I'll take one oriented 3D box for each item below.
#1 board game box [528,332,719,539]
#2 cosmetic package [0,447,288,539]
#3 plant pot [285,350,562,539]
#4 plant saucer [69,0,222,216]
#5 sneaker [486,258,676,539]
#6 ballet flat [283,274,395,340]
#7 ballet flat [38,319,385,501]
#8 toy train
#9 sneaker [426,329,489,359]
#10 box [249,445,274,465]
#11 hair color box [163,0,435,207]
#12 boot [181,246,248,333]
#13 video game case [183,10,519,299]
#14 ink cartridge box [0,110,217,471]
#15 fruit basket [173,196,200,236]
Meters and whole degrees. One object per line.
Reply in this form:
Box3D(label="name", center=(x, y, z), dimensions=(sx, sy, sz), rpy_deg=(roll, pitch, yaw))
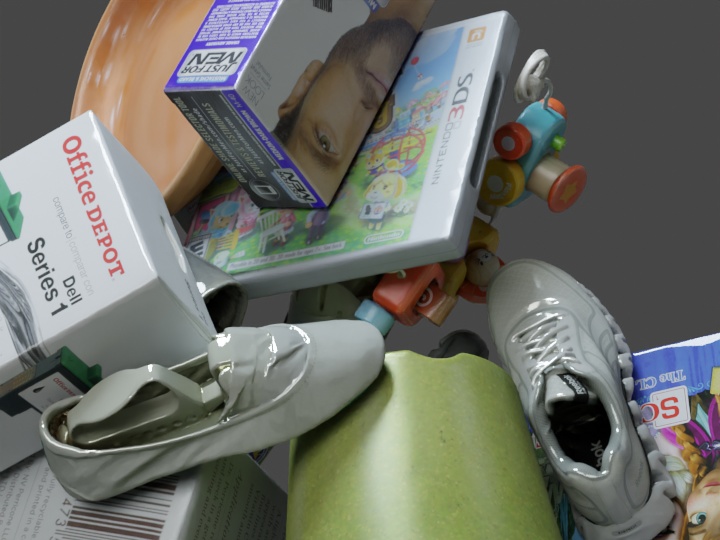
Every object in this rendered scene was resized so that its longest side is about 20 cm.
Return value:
Box3D(label="board game box", center=(0.190, 0.137, 1.557), dimensions=(0.199, 0.041, 0.200), rpy_deg=(-15, 58, 18))
Box3D(label="cosmetic package", center=(-0.138, 0.189, 1.581), dimensions=(0.164, 0.200, 0.165), rpy_deg=(6, 65, 26))
Box3D(label="plant pot", center=(0.033, 0.153, 1.486), dimensions=(0.200, 0.200, 0.185), rpy_deg=(-17, 58, 15))
Box3D(label="plant saucer", center=(-0.119, -0.116, 1.695), dimensions=(0.200, 0.037, 0.201), rpy_deg=(-31, 50, 47))
Box3D(label="sneaker", center=(0.120, 0.063, 1.558), dimensions=(0.075, 0.081, 0.200), rpy_deg=(-31, 52, 8))
Box3D(label="ballet flat", center=(0.000, 0.000, 1.701), dimensions=(0.069, 0.071, 0.200), rpy_deg=(27, 77, 32))
Box3D(label="ballet flat", center=(-0.085, 0.068, 1.461), dimensions=(0.199, 0.069, 0.070), rpy_deg=(-22, 56, 11))
Box3D(label="toy train", center=(0.078, -0.029, 1.642), dimensions=(0.056, 0.150, 0.200), rpy_deg=(33, 80, 14))
Box3D(label="sneaker", center=(0.056, 0.135, 1.613), dimensions=(0.079, 0.075, 0.201), rpy_deg=(10, 74, 14))
Box3D(label="box", center=(-0.134, 0.057, 1.725), dimensions=(0.200, 0.064, 0.070), rpy_deg=(39, 95, 37))
Box3D(label="hair color box", center=(-0.027, -0.148, 1.612), dimensions=(0.065, 0.109, 0.200), rpy_deg=(3, 54, 40))
Box3D(label="boot", center=(-0.179, 0.035, 1.615), dimensions=(0.200, 0.073, 0.182), rpy_deg=(39, 95, 32))
Box3D(label="video game case", center=(-0.010, -0.066, 1.623), dimensions=(0.199, 0.022, 0.183), rpy_deg=(-11, 45, 31))
Box3D(label="ink cartridge box", center=(-0.199, 0.022, 1.530), dimensions=(0.199, 0.084, 0.146), rpy_deg=(-30, 50, 5))
Box3D(label="fruit basket", center=(-0.061, -0.106, 1.763), dimensions=(0.185, 0.094, 0.200), rpy_deg=(-38, 43, 2))
